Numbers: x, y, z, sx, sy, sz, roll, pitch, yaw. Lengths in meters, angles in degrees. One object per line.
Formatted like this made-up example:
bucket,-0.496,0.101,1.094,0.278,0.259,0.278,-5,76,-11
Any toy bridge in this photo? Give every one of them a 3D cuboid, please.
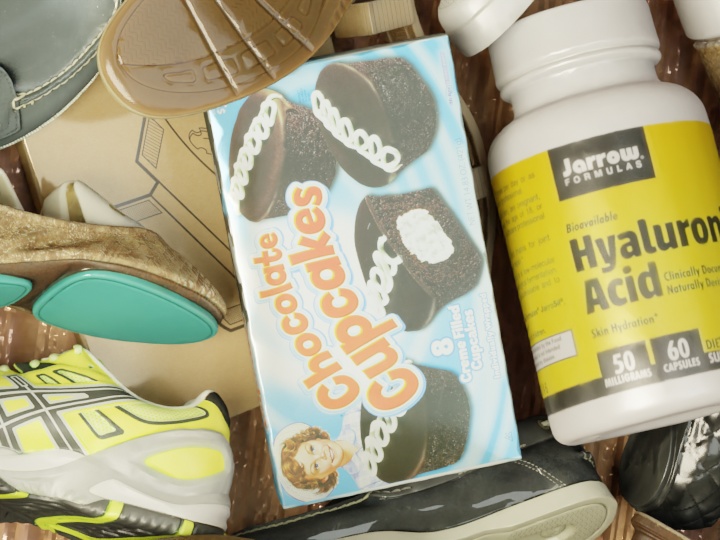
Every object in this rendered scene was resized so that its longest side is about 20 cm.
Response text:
toy bridge,0.036,-0.036,1.092,0.067,0.027,0.201,-21,102,-45

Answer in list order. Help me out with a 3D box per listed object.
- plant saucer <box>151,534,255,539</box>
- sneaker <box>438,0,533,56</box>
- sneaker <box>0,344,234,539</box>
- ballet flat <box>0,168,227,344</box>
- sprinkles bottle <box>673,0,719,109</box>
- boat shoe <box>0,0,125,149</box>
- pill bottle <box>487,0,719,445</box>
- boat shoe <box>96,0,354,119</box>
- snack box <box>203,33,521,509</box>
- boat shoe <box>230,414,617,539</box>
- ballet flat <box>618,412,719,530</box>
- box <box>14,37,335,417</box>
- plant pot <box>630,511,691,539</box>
plant saucer,-0.083,0.176,1.005,0.199,0.036,0.201,-9,136,-8
sneaker,0.064,-0.210,1.087,0.115,0.074,0.201,37,69,-19
sneaker,-0.152,0.070,0.997,0.199,0.075,0.077,18,65,-13
ballet flat,-0.140,-0.012,0.969,0.199,0.070,0.066,12,60,-43
sprinkles bottle,0.226,-0.067,1.165,0.068,0.068,0.201,-28,104,-21
boat shoe,-0.180,-0.076,0.966,0.199,0.062,0.073,-31,101,-9
pill bottle,0.123,-0.024,1.086,0.111,0.111,0.201,-10,81,-24
boat shoe,-0.040,-0.129,1.016,0.200,0.064,0.071,-37,100,-24
snack box,0.000,0.000,1.040,0.116,0.037,0.201,-12,98,-6
boat shoe,0.022,0.118,1.093,0.199,0.072,0.068,-12,60,-17
ballet flat,0.194,0.041,1.146,0.057,0.066,0.201,17,107,-37
box,-0.070,-0.034,1.056,0.163,0.021,0.201,-20,100,-22
plant pot,0.163,0.256,1.095,0.200,0.200,0.199,36,86,-22
